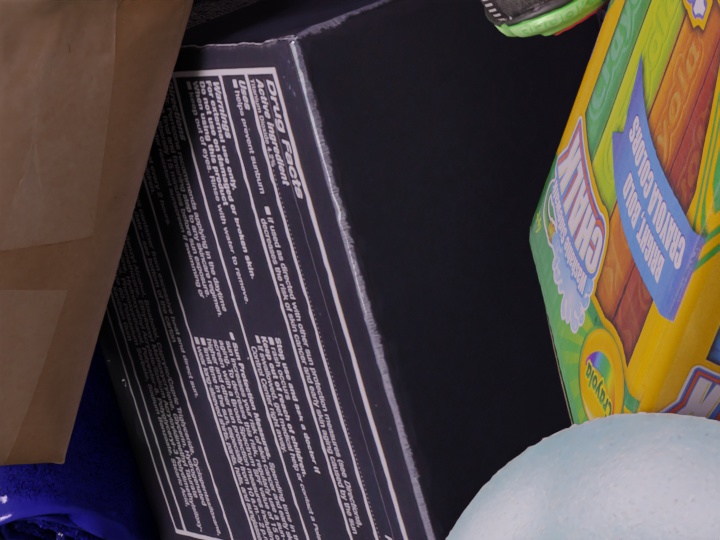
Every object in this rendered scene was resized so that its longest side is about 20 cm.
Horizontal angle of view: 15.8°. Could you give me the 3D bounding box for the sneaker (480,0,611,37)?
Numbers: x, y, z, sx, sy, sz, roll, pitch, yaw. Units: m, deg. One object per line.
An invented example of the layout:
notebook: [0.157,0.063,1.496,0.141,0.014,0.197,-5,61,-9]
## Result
sneaker: [0.064,-0.163,0.760,0.077,0.084,0.201,0,71,56]

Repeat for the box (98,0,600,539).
box: [0.000,0.000,0.895,0.198,0.123,0.201,6,115,58]

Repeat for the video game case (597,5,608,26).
video game case: [0.043,-0.138,0.907,0.200,0.022,0.183,33,126,44]

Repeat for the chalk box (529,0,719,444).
chalk box: [0.124,-0.008,0.717,0.125,0.124,0.200,-101,23,-52]

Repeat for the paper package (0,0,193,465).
paper package: [-0.155,-0.059,0.882,0.191,0.103,0.200,53,134,44]

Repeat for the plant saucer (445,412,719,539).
plant saucer: [0.075,0.137,0.657,0.201,0.039,0.202,9,103,43]

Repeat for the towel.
towel: [-0.094,0.026,1.015,0.049,0.148,0.201,-11,65,18]
